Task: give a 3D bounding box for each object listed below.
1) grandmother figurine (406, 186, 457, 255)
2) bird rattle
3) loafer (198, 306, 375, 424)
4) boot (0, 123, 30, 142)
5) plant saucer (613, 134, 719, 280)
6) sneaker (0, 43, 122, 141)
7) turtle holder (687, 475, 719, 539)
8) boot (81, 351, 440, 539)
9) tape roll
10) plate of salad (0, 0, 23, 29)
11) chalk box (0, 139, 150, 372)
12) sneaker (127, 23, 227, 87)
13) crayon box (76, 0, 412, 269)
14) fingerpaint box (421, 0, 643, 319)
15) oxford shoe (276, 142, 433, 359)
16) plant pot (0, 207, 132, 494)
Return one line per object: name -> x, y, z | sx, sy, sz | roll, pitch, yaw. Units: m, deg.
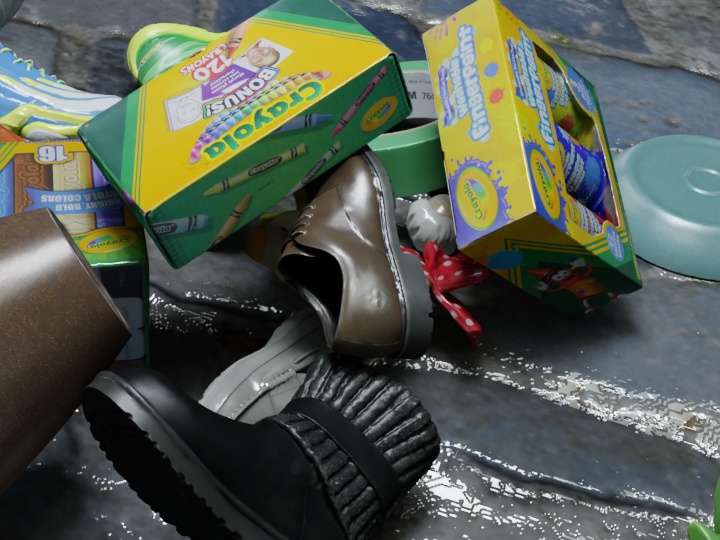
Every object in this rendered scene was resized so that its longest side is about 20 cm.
grandmother figurine -> 0.106, -0.070, 1.131 | 0.121, 0.061, 0.200 | 21, 38, 31
bird rattle -> 0.000, 0.000, 0.982 | 0.200, 0.113, 0.163 | 38, 27, 17
loafer -> -0.053, 0.089, 0.904 | 0.069, 0.070, 0.200 | 16, 39, 25
boot -> -0.309, -0.090, 1.040 | 0.199, 0.075, 0.107 | 37, 5, 13
plant saucer -> 0.306, -0.068, 1.168 | 0.198, 0.036, 0.201 | 4, 39, -3
sneaker -> -0.303, -0.163, 1.144 | 0.198, 0.106, 0.076 | -6, 11, -12
turtle holder -> 0.309, 0.174, 0.793 | 0.131, 0.142, 0.185 | -4, 27, -38
boot -> -0.057, 0.098, 0.814 | 0.211, 0.079, 0.158 | 47, 56, -16
tape roll -> 0.028, -0.127, 1.153 | 0.198, 0.049, 0.201 | -7, 29, 4
plate of salad -> -0.389, -0.216, 1.155 | 0.199, 0.200, 0.048 | -29, 86, -35
chalk box -> -0.215, 0.011, 0.936 | 0.123, 0.126, 0.201 | -3, 39, -11
sneaker -> -0.121, -0.187, 1.248 | 0.198, 0.074, 0.084 | -3, 64, -16
crayon box -> -0.079, -0.103, 0.896 | 0.199, 0.058, 0.119 | -34, 47, -11
fingerpaint box -> 0.135, -0.087, 1.020 | 0.166, 0.073, 0.201 | 29, 45, -45
oxford shoe -> -0.019, -0.029, 0.883 | 0.084, 0.073, 0.201 | -2, 49, -23
plant pot -> -0.244, 0.055, 0.775 | 0.199, 0.187, 0.187 | -34, 49, -7
